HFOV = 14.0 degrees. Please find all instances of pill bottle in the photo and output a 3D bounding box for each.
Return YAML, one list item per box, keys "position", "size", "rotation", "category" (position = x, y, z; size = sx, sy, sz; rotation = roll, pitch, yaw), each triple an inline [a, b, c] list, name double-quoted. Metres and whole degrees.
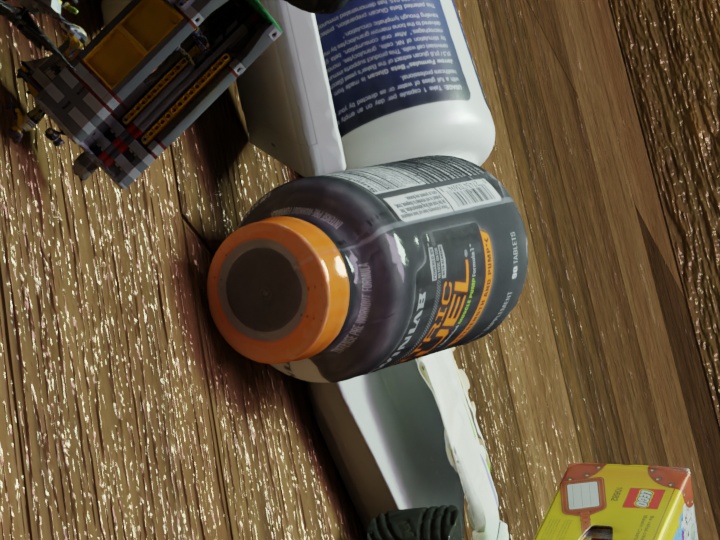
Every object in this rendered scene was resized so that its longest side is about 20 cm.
- position: [0.017, -0.107, 1.781]
  size: [0.111, 0.111, 0.201]
  rotation: [38, 33, -69]
  category: "pill bottle"
- position: [0.000, 0.000, 1.517]
  size: [0.200, 0.106, 0.107]
  rotation: [-14, 86, -60]
  category: "pill bottle"

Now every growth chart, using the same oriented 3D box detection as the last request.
- position: [0.058, 0.097, 1.757]
  size: [0.145, 0.018, 0.201]
  rotation: [-27, 100, -80]
  category: "growth chart"

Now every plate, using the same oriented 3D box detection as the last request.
- position: [0.011, 0.087, 1.674]
  size: [0.200, 0.032, 0.201]
  rotation: [-82, 152, -63]
  category: "plate"

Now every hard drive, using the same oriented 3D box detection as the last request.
- position: [-0.055, -0.158, 1.572]
  size: [0.132, 0.026, 0.201]
  rotation: [-146, -139, -70]
  category: "hard drive"

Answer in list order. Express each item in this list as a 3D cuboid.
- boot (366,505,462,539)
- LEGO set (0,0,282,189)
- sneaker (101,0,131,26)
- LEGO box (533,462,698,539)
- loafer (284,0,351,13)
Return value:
- position: [0.030, 0.211, 1.510]
  size: [0.200, 0.067, 0.131]
  rotation: [-51, 132, -70]
  category: "boot"
- position: [-0.133, -0.123, 1.228]
  size: [0.154, 0.116, 0.200]
  rotation: [45, -2, 20]
  category: "LEGO set"
- position: [-0.101, -0.188, 1.448]
  size: [0.200, 0.076, 0.112]
  rotation: [-81, 156, -74]
  category: "sneaker"
- position: [0.136, 0.225, 1.653]
  size: [0.200, 0.077, 0.150]
  rotation: [-57, 143, -55]
  category: "LEGO box"
- position: [-0.081, -0.189, 1.346]
  size: [0.200, 0.068, 0.070]
  rotation: [32, -11, 8]
  category: "loafer"
